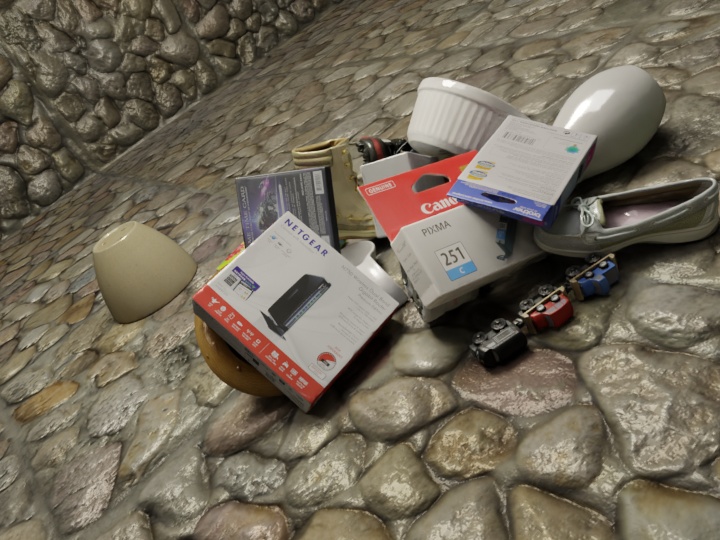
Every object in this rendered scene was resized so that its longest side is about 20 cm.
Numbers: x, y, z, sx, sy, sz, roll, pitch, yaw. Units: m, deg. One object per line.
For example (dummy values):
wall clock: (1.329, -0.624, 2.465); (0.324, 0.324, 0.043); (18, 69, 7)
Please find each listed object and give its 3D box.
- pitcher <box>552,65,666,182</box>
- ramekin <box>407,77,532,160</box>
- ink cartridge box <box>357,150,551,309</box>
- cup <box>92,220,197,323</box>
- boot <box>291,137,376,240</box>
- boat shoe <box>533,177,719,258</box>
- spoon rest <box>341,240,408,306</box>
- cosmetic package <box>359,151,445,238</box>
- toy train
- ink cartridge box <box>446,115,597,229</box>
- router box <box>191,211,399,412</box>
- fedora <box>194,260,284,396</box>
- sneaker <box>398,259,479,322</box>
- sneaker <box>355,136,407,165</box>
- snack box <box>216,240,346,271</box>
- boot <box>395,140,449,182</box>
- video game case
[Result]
pitcher: (0.314, -0.190, 0.973); (0.200, 0.121, 0.172); (-42, 12, 2)
ramekin: (0.164, -0.205, 1.051); (0.202, 0.202, 0.095); (28, 93, 58)
ink cartridge box: (0.122, -0.067, 0.836); (0.199, 0.177, 0.045); (-21, -18, -28)
cup: (-0.454, -0.014, 1.387); (0.200, 0.144, 0.201); (-24, 28, 14)
boot: (-0.005, -0.132, 1.087); (0.199, 0.156, 0.073); (-6, 19, -1)
boat shoe: (0.299, -0.064, 0.784); (0.201, 0.065, 0.075); (-5, 46, 21)
spoon rest: (0.000, 0.000, 1.011); (0.099, 0.061, 0.200); (-37, 29, -11)
cosmetic package: (0.071, -0.108, 0.979); (0.071, 0.102, 0.200); (-14, 2, 20)
toy train: (0.211, 0.042, 0.765); (0.200, 0.034, 0.046); (-34, 31, -6)
ink cartridge box: (0.196, -0.116, 0.827); (0.119, 0.042, 0.200); (20, 44, 24)
router box: (-0.083, 0.048, 0.885); (0.180, 0.200, 0.049); (-46, -10, -27)
fedora: (-0.130, 0.080, 0.935); (0.201, 0.200, 0.082); (-46, -10, -26)
sneaker: (0.107, 0.001, 0.908); (0.099, 0.078, 0.200); (-12, 28, -3)
sneaker: (0.048, -0.204, 1.224); (0.097, 0.071, 0.200); (-14, -3, 8)
snack box: (-0.140, -0.027, 1.197); (0.199, 0.053, 0.142); (3, 44, 45)
boot: (0.065, -0.160, 1.168); (0.199, 0.097, 0.075); (-31, 28, 0)
video game case: (-0.117, -0.082, 1.077); (0.199, 0.144, 0.019); (0, 11, 40)
